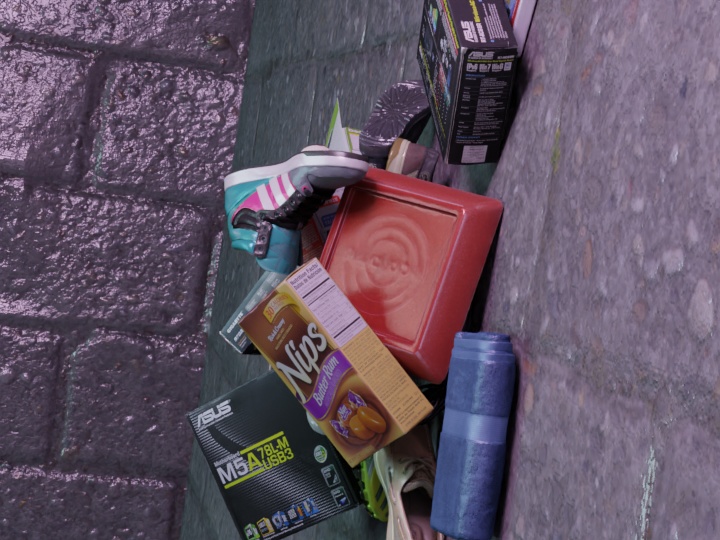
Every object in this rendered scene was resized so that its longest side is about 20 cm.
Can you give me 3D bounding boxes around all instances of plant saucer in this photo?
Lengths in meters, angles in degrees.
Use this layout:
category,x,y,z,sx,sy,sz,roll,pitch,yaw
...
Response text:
category,x,y,z,sx,sy,sz,roll,pitch,yaw
plant saucer,0.031,-0.004,1.559,0.199,0.037,0.201,17,87,36

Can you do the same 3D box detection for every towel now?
category,x,y,z,sx,sy,sz,roll,pitch,yaw
towel,0.113,0.159,1.431,0.112,0.048,0.201,180,98,-77

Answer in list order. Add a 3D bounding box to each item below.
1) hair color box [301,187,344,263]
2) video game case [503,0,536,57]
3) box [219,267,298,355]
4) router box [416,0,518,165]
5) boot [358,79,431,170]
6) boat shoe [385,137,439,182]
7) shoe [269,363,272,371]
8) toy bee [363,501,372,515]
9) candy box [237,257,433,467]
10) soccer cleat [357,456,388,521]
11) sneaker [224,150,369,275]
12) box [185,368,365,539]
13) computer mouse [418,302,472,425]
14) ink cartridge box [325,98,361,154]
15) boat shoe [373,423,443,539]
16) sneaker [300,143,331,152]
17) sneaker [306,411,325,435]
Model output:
category,x,y,z,sx,sy,sz,roll,pitch,yaw
hair color box,0.000,0.000,1.682,0.064,0.111,0.201,-27,84,54
video game case,0.159,-0.328,1.581,0.200,0.017,0.144,-107,27,-61
box,-0.074,0.021,1.894,0.200,0.046,0.159,-53,-21,12
router box,0.110,-0.233,1.574,0.201,0.062,0.150,-100,11,-45
boot,0.047,-0.116,1.841,0.165,0.065,0.201,-50,-33,-41
boat shoe,0.059,-0.060,1.747,0.072,0.066,0.202,-60,-22,-52
shoe,-0.090,0.136,1.853,0.070,0.053,0.201,-136,48,-66
toy bee,-0.021,0.250,1.874,0.199,0.108,0.132,-15,79,43
candy box,-0.028,0.098,1.545,0.056,0.200,0.117,-36,-3,-39
soccer cleat,0.035,0.212,1.702,0.065,0.083,0.201,-96,-2,-55
sneaker,-0.072,-0.057,1.587,0.199,0.083,0.122,-11,75,42
box,-0.101,0.225,1.822,0.199,0.047,0.194,-27,86,34
computer mouse,0.089,0.057,1.591,0.139,0.052,0.201,-46,46,52
ink cartridge box,-0.006,-0.132,2.059,0.200,0.075,0.148,-101,22,-58
boat shoe,0.059,0.229,1.587,0.065,0.072,0.201,134,138,-57
sneaker,-0.040,-0.049,1.744,0.093,0.070,0.201,-31,-67,-75
sneaker,-0.015,0.092,1.726,0.089,0.075,0.201,74,-144,-56
